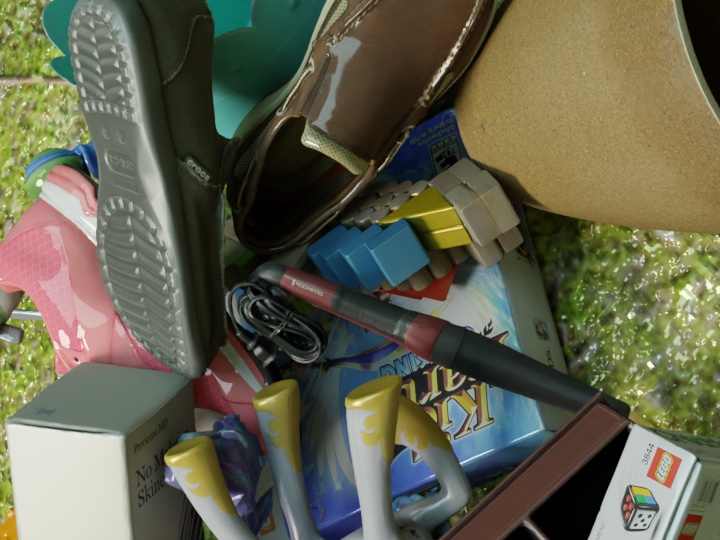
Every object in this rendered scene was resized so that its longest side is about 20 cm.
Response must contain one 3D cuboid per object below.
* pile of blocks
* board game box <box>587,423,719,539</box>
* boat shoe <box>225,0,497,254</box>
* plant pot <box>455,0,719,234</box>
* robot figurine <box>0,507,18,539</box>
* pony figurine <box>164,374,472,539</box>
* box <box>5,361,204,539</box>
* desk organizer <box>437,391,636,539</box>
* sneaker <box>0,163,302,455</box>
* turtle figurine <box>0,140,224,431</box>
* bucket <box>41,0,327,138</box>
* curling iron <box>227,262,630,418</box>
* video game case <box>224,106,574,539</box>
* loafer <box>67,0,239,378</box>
[{"bbox_3d":[0.000,0.000,0.921,0.199,0.062,0.082,-7,37,43],"label":"pile of blocks"},{"bbox_3d":[0.150,0.135,0.744,0.035,0.199,0.127,27,98,40],"label":"board game box"},{"bbox_3d":[0.000,-0.076,0.859,0.202,0.074,0.075,-50,22,43],"label":"boat shoe"},{"bbox_3d":[0.139,-0.095,0.833,0.200,0.185,0.188,-15,71,54],"label":"plant pot"},{"bbox_3d":[-0.146,0.191,1.068,0.145,0.058,0.200,-52,55,19],"label":"robot figurine"},{"bbox_3d":[-0.016,0.158,0.897,0.192,0.167,0.201,-18,105,19],"label":"pony figurine"},{"bbox_3d":[-0.123,0.155,0.932,0.068,0.082,0.201,5,112,20],"label":"box"},{"bbox_3d":[0.069,0.154,0.819,0.200,0.072,0.077,-41,19,-8],"label":"desk organizer"},{"bbox_3d":[-0.114,0.038,0.970,0.087,0.074,0.200,-45,77,-2],"label":"sneaker"},{"bbox_3d":[-0.173,0.041,1.066,0.199,0.144,0.194,-31,69,-9],"label":"turtle figurine"},{"bbox_3d":[-0.055,-0.150,0.988,0.206,0.134,0.208,-24,52,34],"label":"bucket"},{"bbox_3d":[0.033,0.040,0.882,0.026,0.199,0.050,-76,1,-55],"label":"curling iron"},{"bbox_3d":[0.008,0.037,0.983,0.199,0.045,0.182,-28,65,32],"label":"video game case"},{"bbox_3d":[-0.084,-0.041,0.873,0.075,0.069,0.201,28,132,43],"label":"loafer"}]
